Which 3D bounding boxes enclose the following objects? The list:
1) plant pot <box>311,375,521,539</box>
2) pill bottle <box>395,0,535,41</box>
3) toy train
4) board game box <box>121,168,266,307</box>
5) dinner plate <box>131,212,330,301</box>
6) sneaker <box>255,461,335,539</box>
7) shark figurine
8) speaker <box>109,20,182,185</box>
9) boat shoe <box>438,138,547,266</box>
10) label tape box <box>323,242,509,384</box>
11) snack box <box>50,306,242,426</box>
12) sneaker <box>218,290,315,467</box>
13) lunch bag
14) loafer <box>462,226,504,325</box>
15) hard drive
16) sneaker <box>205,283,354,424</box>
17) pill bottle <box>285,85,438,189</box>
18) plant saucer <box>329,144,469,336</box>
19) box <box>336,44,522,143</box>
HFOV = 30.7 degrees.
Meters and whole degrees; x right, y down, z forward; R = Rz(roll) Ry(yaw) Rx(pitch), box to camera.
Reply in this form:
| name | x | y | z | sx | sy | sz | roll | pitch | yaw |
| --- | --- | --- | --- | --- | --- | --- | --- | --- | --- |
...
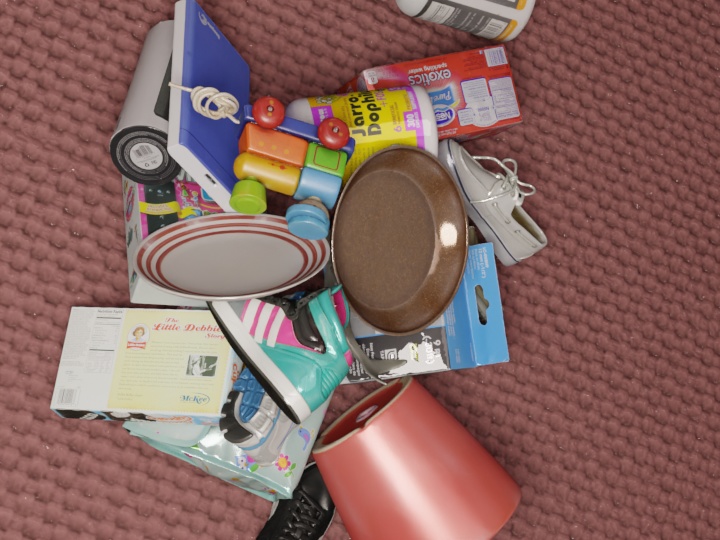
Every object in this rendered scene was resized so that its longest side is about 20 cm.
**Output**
| name | x | y | z | sx | sy | sz | roll | pitch | yaw |
| --- | --- | --- | --- | --- | --- | --- | --- | --- | --- |
| plant pot | 0.051 | 0.228 | 1.452 | 0.200 | 0.200 | 0.178 | -37 | 94 | -22 |
| pill bottle | 0.110 | -0.360 | 1.613 | 0.198 | 0.116 | 0.118 | 12 | 77 | -20 |
| toy train | -0.111 | -0.109 | 1.319 | 0.198 | 0.085 | 0.117 | 16 | 62 | -11 |
| board game box | -0.180 | -0.058 | 1.433 | 0.146 | 0.065 | 0.202 | 4 | 50 | -21 |
| dinner plate | -0.129 | -0.010 | 1.312 | 0.198 | 0.200 | 0.025 | -14 | 119 | -22 |
| sneaker | -0.070 | 0.299 | 1.440 | 0.073 | 0.112 | 0.201 | 40 | 70 | -12 |
| shark figurine | -0.014 | 0.018 | 1.454 | 0.126 | 0.090 | 0.218 | 1 | 81 | 9 |
| speaker | -0.215 | -0.186 | 1.429 | 0.080 | 0.081 | 0.201 | 25 | 41 | -16 |
| boat shoe | 0.168 | -0.090 | 1.571 | 0.202 | 0.085 | 0.075 | 52 | 28 | -31 |
| label tape box | 0.064 | 0.048 | 1.514 | 0.197 | 0.066 | 0.145 | -8 | 84 | 9 |
| snack box | -0.222 | 0.100 | 1.384 | 0.197 | 0.037 | 0.118 | 1 | 67 | 17 |
| sneaker | -0.081 | 0.114 | 1.371 | 0.201 | 0.074 | 0.087 | -64 | 145 | -30 |
| lunch bag | -0.141 | 0.138 | 1.434 | 0.198 | 0.122 | 0.172 | 26 | 73 | -10 |
| loafer | 0.122 | -0.022 | 1.586 | 0.069 | 0.075 | 0.201 | -32 | 94 | -18 |
| hard drive | -0.161 | -0.176 | 1.411 | 0.132 | 0.025 | 0.202 | 48 | 32 | -49 |
| sneaker | -0.072 | 0.046 | 1.307 | 0.120 | 0.084 | 0.200 | -35 | 59 | -12 |
| pill bottle | -0.020 | -0.142 | 1.448 | 0.197 | 0.104 | 0.106 | -9 | 84 | -10 |
| plant saucer | 0.036 | -0.032 | 1.405 | 0.199 | 0.036 | 0.203 | -2 | 94 | -41 |
| box | 0.083 | -0.200 | 1.588 | 0.198 | 0.095 | 0.101 | -14 | 88 | -22 |
